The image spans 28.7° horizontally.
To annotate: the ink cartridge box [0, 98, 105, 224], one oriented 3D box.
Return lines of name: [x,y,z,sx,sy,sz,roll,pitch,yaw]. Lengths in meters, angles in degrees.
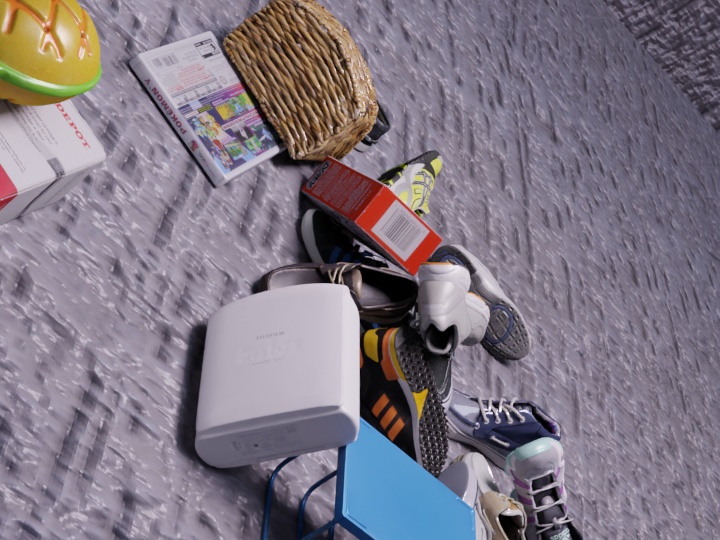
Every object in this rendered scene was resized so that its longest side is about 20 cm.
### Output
ink cartridge box: [-0.350,-0.122,1.308,0.145,0.084,0.200,55,28,0]

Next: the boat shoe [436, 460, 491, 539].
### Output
boat shoe: [0.119,0.316,1.604,0.086,0.074,0.203,43,34,-27]

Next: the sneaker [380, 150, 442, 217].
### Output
sneaker: [0.068,-0.111,2.010,0.077,0.075,0.200,59,37,-9]

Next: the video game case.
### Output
video game case: [-0.183,-0.204,1.744,0.183,0.023,0.200,55,26,-2]

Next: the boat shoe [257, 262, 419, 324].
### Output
boat shoe: [-0.021,0.017,1.637,0.198,0.073,0.075,1,68,-27]

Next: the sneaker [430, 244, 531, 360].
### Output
sneaker: [0.183,0.038,2.024,0.201,0.074,0.087,55,22,-3]

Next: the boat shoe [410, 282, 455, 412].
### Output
boat shoe: [0.087,0.094,1.776,0.073,0.068,0.200,13,38,-8]

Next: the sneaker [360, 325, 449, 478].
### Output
sneaker: [0.042,0.159,1.662,0.070,0.089,0.202,-38,119,-51]

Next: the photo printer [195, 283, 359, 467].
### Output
photo printer: [-0.081,0.096,1.426,0.201,0.165,0.070,-89,164,-48]

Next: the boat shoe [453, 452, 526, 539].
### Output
boat shoe: [0.168,0.304,1.702,0.074,0.068,0.201,25,40,-44]

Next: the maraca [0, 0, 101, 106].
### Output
maraca: [-0.315,-0.206,1.254,0.137,0.107,0.199,50,29,22]

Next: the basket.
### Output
basket: [-0.058,-0.257,1.847,0.201,0.142,0.149,58,17,9]

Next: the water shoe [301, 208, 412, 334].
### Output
water shoe: [0.000,0.000,1.753,0.071,0.079,0.201,-7,66,-61]

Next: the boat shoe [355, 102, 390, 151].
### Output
boat shoe: [-0.011,-0.271,2.056,0.075,0.060,0.201,6,55,-56]

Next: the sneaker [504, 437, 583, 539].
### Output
sneaker: [0.237,0.299,1.728,0.201,0.077,0.141,72,-3,-57]

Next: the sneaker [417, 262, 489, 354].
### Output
sneaker: [0.101,0.064,1.667,0.200,0.075,0.093,52,46,-62]

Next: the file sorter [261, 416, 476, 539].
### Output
file sorter: [0.011,0.270,1.424,0.200,0.122,0.139,41,31,-26]

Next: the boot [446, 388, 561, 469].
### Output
boot: [0.170,0.184,1.814,0.199,0.090,0.073,33,34,-37]

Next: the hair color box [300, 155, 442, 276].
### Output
hair color box: [0.011,-0.071,1.763,0.111,0.064,0.200,41,-2,-25]
